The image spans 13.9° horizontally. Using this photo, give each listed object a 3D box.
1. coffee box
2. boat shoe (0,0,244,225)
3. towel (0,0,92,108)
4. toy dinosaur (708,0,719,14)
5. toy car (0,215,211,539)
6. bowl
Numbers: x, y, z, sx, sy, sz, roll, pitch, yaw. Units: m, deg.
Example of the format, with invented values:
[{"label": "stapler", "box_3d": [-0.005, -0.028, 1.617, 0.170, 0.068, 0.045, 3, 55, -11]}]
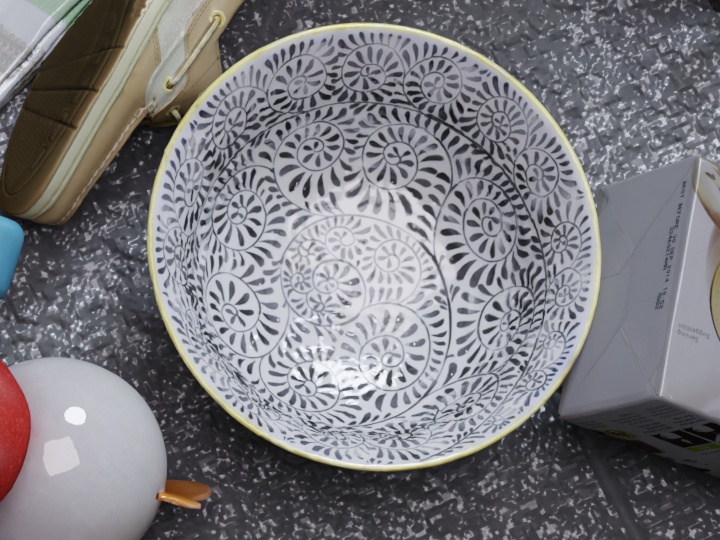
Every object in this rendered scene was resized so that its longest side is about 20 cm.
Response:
[{"label": "coffee box", "box_3d": [0.197, 0.040, 1.312, 0.200, 0.080, 0.113, 22, 70, -26]}, {"label": "boat shoe", "box_3d": [-0.092, -0.100, 1.338, 0.066, 0.074, 0.200, 36, 79, -29]}, {"label": "towel", "box_3d": [-0.226, -0.113, 1.340, 0.149, 0.031, 0.200, 40, 72, 2]}, {"label": "toy dinosaur", "box_3d": [0.214, -0.151, 1.415, 0.200, 0.077, 0.102, 18, 61, 0]}, {"label": "toy car", "box_3d": [-0.160, 0.075, 1.259, 0.200, 0.177, 0.184, 20, 85, -34]}, {"label": "bowl", "box_3d": [0.000, 0.000, 1.315, 0.201, 0.094, 0.201, 2, 74, -9]}]
